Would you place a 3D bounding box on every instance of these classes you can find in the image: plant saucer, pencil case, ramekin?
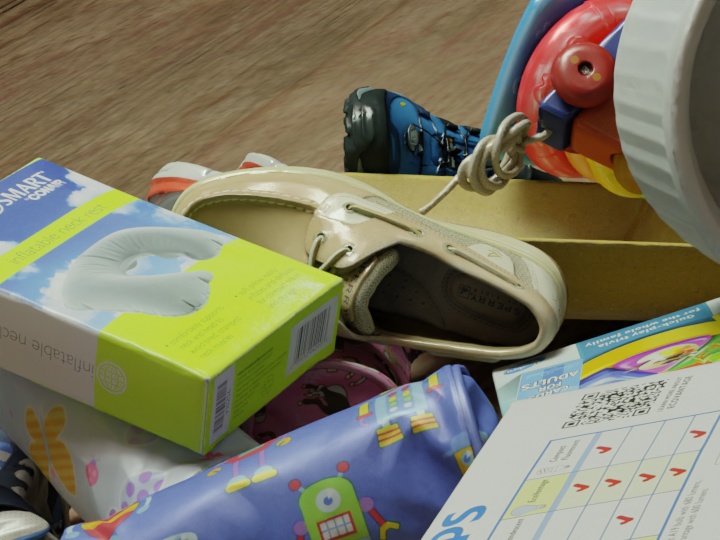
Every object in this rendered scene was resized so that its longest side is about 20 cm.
[{"bbox_3d":[0.093,-0.011,1.395,0.199,0.049,0.200,3,11,-12],"label":"plant saucer"},{"bbox_3d":[-0.028,0.113,1.097,0.199,0.087,0.078,-24,-11,7],"label":"pencil case"},{"bbox_3d":[-0.013,0.055,1.322,0.086,0.083,0.200,-32,12,11],"label":"pencil case"},{"bbox_3d":[-0.108,0.077,1.230,0.090,0.083,0.200,-10,33,-31],"label":"pencil case"},{"bbox_3d":[0.211,-0.081,1.168,0.200,0.201,0.098,-23,16,-14],"label":"ramekin"}]

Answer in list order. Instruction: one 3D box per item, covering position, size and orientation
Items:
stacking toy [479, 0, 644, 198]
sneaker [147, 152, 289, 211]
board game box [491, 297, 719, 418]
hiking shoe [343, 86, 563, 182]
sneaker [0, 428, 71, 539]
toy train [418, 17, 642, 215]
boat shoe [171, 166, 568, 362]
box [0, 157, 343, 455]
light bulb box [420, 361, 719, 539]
[{"bbox_3d":[0.169,-0.073,1.413,0.116,0.110,0.200,8,20,-40],"label":"stacking toy"},{"bbox_3d":[-0.064,-0.008,1.374,0.082,0.077,0.200,-59,23,-16],"label":"sneaker"},{"bbox_3d":[0.141,0.069,1.140,0.150,0.047,0.200,-18,14,3],"label":"board game box"},{"bbox_3d":[0.056,-0.067,1.545,0.086,0.075,0.200,-8,-15,25],"label":"hiking shoe"},{"bbox_3d":[-0.167,0.131,1.269,0.146,0.081,0.200,8,24,41],"label":"sneaker"},{"bbox_3d":[0.140,-0.059,1.326,0.200,0.116,0.085,-44,-15,-11],"label":"toy train"},{"bbox_3d":[0.000,0.000,1.252,0.199,0.072,0.065,16,16,7],"label":"boat shoe"},{"bbox_3d":[-0.123,0.010,1.214,0.199,0.048,0.122,21,32,23],"label":"box"},{"bbox_3d":[0.130,0.116,0.830,0.199,0.125,0.198,-13,16,25],"label":"light bulb box"}]
